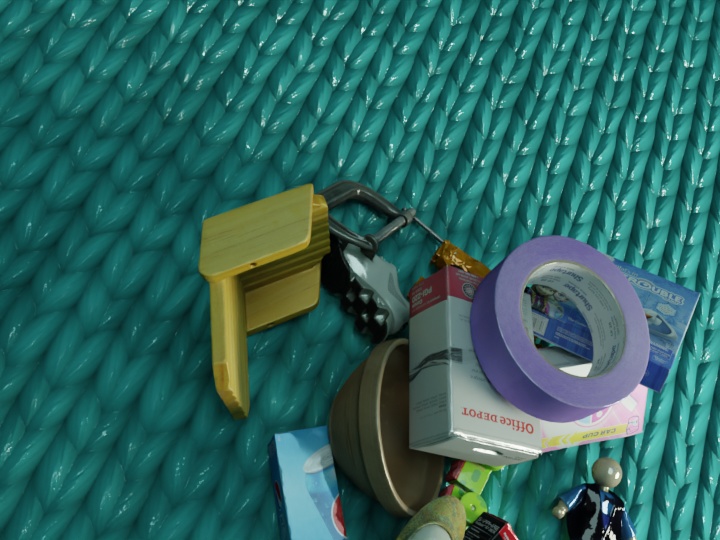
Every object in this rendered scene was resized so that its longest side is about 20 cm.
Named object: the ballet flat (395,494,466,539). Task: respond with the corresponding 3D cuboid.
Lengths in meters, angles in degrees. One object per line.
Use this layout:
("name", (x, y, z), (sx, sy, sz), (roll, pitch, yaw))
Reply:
("ballet flat", (0.049, 0.325, 0.795), (0.200, 0.071, 0.071), (-43, 83, -15))

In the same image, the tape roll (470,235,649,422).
("tape roll", (0.226, 0.065, 0.856), (0.196, 0.066, 0.204), (8, 63, -16))

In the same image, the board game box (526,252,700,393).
("board game box", (0.332, 0.050, 1.006), (0.197, 0.044, 0.199), (25, 37, 21))

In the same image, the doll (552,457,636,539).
("doll", (0.302, 0.339, 0.958), (0.134, 0.048, 0.203), (22, 65, -14))

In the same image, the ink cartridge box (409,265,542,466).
("ink cartridge box", (0.134, 0.117, 0.894), (0.144, 0.084, 0.204), (18, 58, -29))

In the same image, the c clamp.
("c clamp", (0.020, -0.069, 1.022), (0.170, 0.027, 0.199), (40, 31, 14))

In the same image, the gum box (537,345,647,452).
("gum box", (0.287, 0.161, 0.991), (0.196, 0.066, 0.116), (-6, 107, -19))

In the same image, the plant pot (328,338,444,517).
("plant pot", (0.025, 0.188, 0.896), (0.091, 0.200, 0.205), (-11, 62, 26))

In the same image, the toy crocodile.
("toy crocodile", (0.130, 0.262, 0.931), (0.061, 0.068, 0.202), (31, 60, 0))

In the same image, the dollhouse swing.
("dollhouse swing", (-0.094, 0.045, 0.868), (0.178, 0.201, 0.178), (-19, 67, -9))

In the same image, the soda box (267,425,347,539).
("soda box", (-0.057, 0.289, 0.866), (0.066, 0.064, 0.204), (-5, 69, -18))

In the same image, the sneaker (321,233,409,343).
("sneaker", (0.000, 0.000, 1.015), (0.088, 0.074, 0.202), (-21, 72, -42))

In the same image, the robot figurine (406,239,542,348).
("robot figurine", (0.167, 0.057, 1.034), (0.199, 0.058, 0.146), (38, 61, 0))

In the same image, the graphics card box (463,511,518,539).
("graphics card box", (0.115, 0.389, 0.843), (0.199, 0.051, 0.127), (-40, 109, -22))
